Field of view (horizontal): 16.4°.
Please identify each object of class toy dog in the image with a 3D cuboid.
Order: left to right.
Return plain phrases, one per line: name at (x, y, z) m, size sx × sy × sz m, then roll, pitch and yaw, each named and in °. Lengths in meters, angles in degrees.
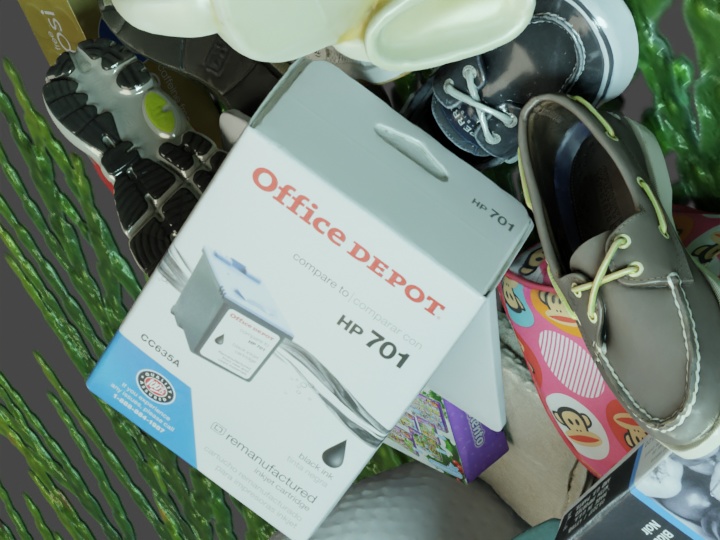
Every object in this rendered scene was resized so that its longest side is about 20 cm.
toy dog at (-0.024, -0.178, 1.157) m, size 0.140 × 0.193 × 0.201 m, roll 53°, pitch -169°, yaw -34°

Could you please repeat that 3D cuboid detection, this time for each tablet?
tablet at (0.000, 0.000, 1.355) m, size 0.199 × 0.014 × 0.131 m, roll 32°, pitch 146°, yaw 34°

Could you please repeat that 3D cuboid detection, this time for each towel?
towel at (0.068, 0.065, 1.462) m, size 0.200 × 0.034 × 0.133 m, roll 41°, pitch 150°, yaw 24°

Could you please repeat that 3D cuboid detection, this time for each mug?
mug at (0.029, 0.217, 1.492) m, size 0.200 × 0.174 × 0.148 m, roll 51°, pitch 136°, yaw 27°

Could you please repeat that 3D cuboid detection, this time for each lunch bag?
lunch bag at (0.170, 0.058, 1.235) m, size 0.199 × 0.082 × 0.177 m, roll 8°, pitch 131°, yaw 54°

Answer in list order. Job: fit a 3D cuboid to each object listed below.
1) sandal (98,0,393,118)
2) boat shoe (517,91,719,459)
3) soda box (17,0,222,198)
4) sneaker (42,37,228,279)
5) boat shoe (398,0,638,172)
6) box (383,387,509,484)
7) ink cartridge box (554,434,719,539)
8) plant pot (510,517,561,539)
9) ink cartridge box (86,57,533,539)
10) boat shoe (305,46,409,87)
sandal at (-0.057, -0.120, 1.405) m, size 0.201 × 0.080 × 0.057 m, roll 39°, pitch -167°, yaw 10°
boat shoe at (0.118, -0.002, 1.130) m, size 0.059 × 0.072 × 0.201 m, roll 26°, pitch -145°, yaw -36°
soda box at (-0.146, -0.125, 1.533) m, size 0.068 × 0.064 × 0.201 m, roll 13°, pitch 134°, yaw 52°
sneaker at (-0.103, -0.046, 1.404) m, size 0.201 × 0.077 × 0.085 m, roll 58°, pitch 180°, yaw 26°
boat shoe at (0.068, -0.088, 1.232) m, size 0.072 × 0.068 × 0.200 m, roll 53°, pitch 154°, yaw -4°
box at (-0.006, 0.031, 1.460) m, size 0.199 × 0.039 × 0.138 m, roll 24°, pitch 141°, yaw 45°
ink cartridge box at (0.220, 0.128, 1.149) m, size 0.199 × 0.044 × 0.198 m, roll 33°, pitch 133°, yaw -8°
plant pot at (0.138, 0.239, 1.289) m, size 0.201 × 0.199 × 0.197 m, roll 97°, pitch 150°, yaw -55°
ink cartridge box at (-0.028, 0.017, 1.260) m, size 0.146 × 0.086 × 0.200 m, roll 36°, pitch 128°, yaw 1°
boat shoe at (0.010, -0.137, 1.261) m, size 0.070 × 0.071 × 0.200 m, roll 54°, pitch 155°, yaw -9°
